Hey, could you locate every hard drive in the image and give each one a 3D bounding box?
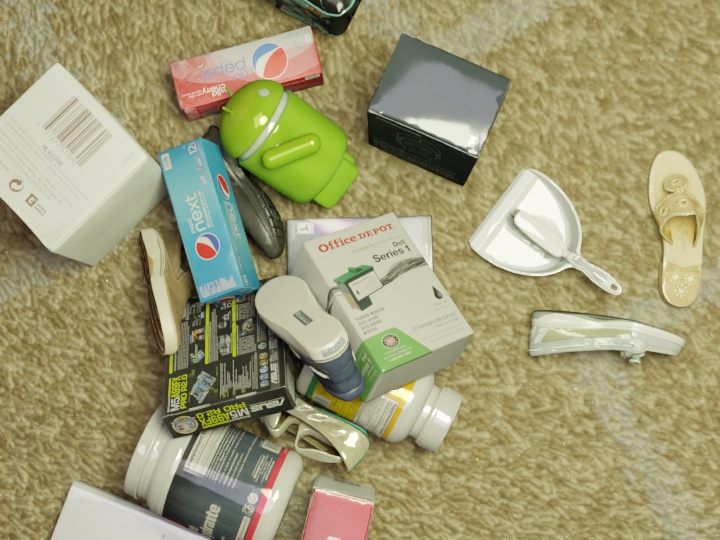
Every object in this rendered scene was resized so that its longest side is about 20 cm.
[{"bbox_3d":[-0.309,0.376,1.364,0.198,0.025,0.133,21,86,2],"label":"hard drive"}]

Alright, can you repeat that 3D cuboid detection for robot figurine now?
[{"bbox_3d":[-0.098,-0.167,1.344,0.199,0.176,0.116,34,108,-21],"label":"robot figurine"}]

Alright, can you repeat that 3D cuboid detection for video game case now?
[{"bbox_3d":[0.000,0.000,1.396,0.197,0.019,0.145,-2,85,1],"label":"video game case"}]

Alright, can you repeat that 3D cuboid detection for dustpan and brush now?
[{"bbox_3d":[0.261,-0.030,1.373,0.199,0.057,0.140,38,87,3],"label":"dustpan and brush"}]

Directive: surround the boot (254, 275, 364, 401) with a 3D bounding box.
[{"bbox_3d":[-0.063,0.082,1.247,0.072,0.200,0.091,-30,122,-11],"label":"boot"}]

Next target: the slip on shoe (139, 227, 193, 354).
[{"bbox_3d":[-0.245,0.022,1.339,0.060,0.077,0.201,-4,43,-18],"label":"slip on shoe"}]

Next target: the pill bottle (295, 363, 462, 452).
[{"bbox_3d":[0.026,0.152,1.336,0.198,0.113,0.114,28,86,3],"label":"pill bottle"}]

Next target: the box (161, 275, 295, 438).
[{"bbox_3d":[-0.167,0.105,1.308,0.158,0.045,0.201,-15,42,5],"label":"box"}]

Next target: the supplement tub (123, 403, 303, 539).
[{"bbox_3d":[-0.185,0.264,1.315,0.198,0.140,0.142,23,86,3],"label":"supplement tub"}]

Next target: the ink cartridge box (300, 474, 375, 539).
[{"bbox_3d":[-0.041,0.372,1.287,0.083,0.176,0.203,12,86,2],"label":"ink cartridge box"}]

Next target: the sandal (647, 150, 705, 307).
[{"bbox_3d":[0.430,-0.060,1.369,0.077,0.070,0.215,0,85,1],"label":"sandal"}]

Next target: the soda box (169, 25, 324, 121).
[{"bbox_3d":[-0.152,-0.266,1.397,0.198,0.063,0.071,-16,85,-1],"label":"soda box"}]

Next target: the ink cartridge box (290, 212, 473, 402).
[{"bbox_3d":[0.023,0.041,1.289,0.145,0.085,0.201,-20,64,-29],"label":"ink cartridge box"}]

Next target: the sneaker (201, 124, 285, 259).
[{"bbox_3d":[-0.172,-0.093,1.386,0.090,0.076,0.201,-34,76,4],"label":"sneaker"}]

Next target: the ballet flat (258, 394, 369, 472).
[{"bbox_3d":[-0.083,0.197,1.335,0.198,0.068,0.063,23,57,18],"label":"ballet flat"}]

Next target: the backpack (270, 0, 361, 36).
[{"bbox_3d":[-0.075,-0.425,1.364,0.198,0.153,0.177,27,84,-7],"label":"backpack"}]

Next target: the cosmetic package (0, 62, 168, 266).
[{"bbox_3d":[-0.363,-0.127,1.319,0.167,0.200,0.166,45,87,4],"label":"cosmetic package"}]

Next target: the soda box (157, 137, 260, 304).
[{"bbox_3d":[-0.192,-0.062,1.319,0.063,0.068,0.202,-18,83,13],"label":"soda box"}]

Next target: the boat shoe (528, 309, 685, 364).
[{"bbox_3d":[0.323,0.093,1.360,0.199,0.074,0.066,7,91,5],"label":"boat shoe"}]

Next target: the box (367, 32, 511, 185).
[{"bbox_3d":[0.095,-0.200,1.320,0.147,0.200,0.108,24,86,2],"label":"box"}]
